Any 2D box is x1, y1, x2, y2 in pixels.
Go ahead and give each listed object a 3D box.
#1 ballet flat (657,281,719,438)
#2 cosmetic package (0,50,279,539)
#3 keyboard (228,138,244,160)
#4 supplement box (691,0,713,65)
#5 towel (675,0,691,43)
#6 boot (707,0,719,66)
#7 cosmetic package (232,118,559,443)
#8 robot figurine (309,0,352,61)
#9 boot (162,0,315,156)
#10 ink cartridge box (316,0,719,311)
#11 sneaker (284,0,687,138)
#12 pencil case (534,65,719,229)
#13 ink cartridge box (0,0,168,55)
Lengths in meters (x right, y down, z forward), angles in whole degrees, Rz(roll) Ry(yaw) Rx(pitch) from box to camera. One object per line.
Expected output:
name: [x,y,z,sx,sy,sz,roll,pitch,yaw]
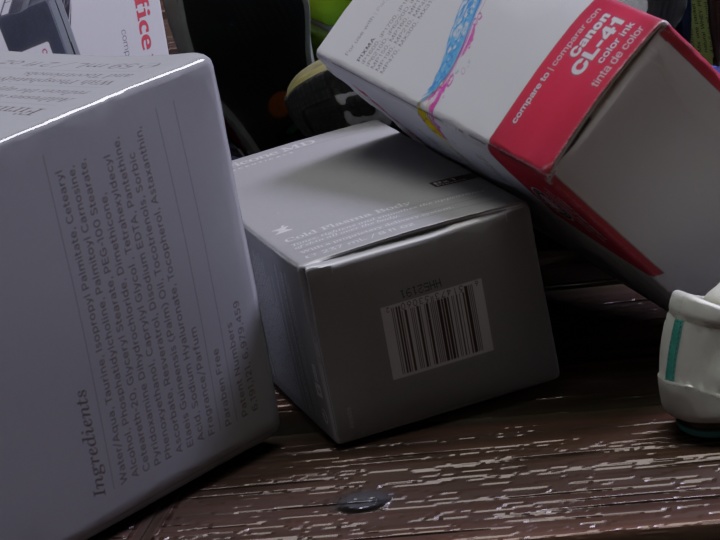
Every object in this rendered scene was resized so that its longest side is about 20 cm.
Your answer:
ballet flat: [0.203,0.009,1.052,0.199,0.070,0.069,-17,18,-27]
cosmetic package: [-0.166,0.016,1.048,0.167,0.167,0.200,5,22,40]
keyboard: [-0.108,-0.065,1.321,0.104,0.040,0.200,-7,24,-19]
supplement box: [0.253,-0.221,1.570,0.134,0.201,0.199,-19,17,-34]
towel: [0.121,-0.132,1.391,0.111,0.200,0.049,-14,55,-6]
boot: [0.229,-0.160,1.371,0.064,0.201,0.186,3,20,31]
cosmetic package: [0.000,0.000,1.160,0.106,0.091,0.200,-17,20,-15]
robot figurine: [0.014,-0.144,1.441,0.115,0.200,0.176,-20,54,-6]
boot: [-0.075,-0.129,1.404,0.072,0.200,0.144,-31,37,-10]
ink cartridge box: [0.093,-0.062,1.142,0.086,0.147,0.200,-53,36,0]
sneaker: [0.056,-0.119,1.284,0.199,0.077,0.089,-21,41,1]
pencil case: [0.095,-0.056,1.309,0.199,0.078,0.087,-3,1,25]
ink cartridge box: [-0.205,-0.109,1.541,0.084,0.145,0.200,6,22,39]
